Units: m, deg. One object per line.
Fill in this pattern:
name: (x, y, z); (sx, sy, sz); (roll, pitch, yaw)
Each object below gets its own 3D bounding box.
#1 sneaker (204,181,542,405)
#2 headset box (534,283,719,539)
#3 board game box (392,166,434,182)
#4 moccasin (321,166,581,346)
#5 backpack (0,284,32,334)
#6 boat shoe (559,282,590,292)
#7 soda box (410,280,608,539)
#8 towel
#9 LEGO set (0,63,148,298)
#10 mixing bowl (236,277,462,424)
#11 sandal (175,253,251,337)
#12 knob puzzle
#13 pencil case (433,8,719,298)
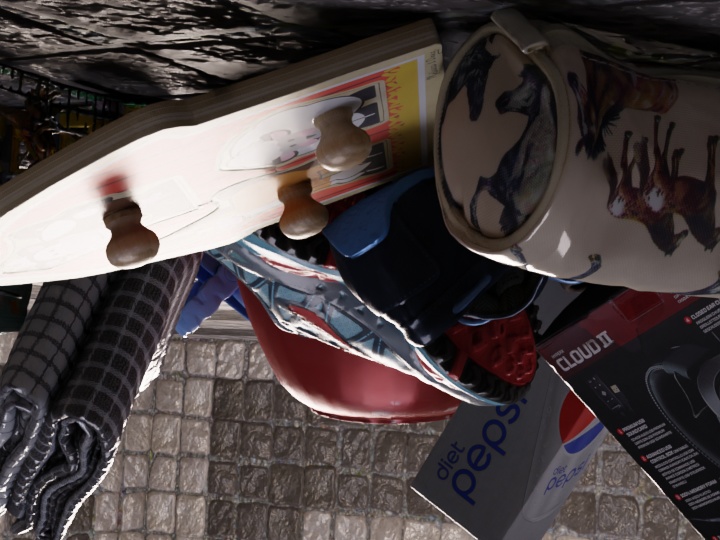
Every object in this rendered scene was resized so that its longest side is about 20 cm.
sneaker: (0.000, 0.000, 0.805); (0.200, 0.080, 0.095); (36, 152, -20)
headset box: (0.184, 0.046, 0.725); (0.077, 0.200, 0.149); (-42, 180, -38)
board game box: (-0.015, -0.038, 0.883); (0.199, 0.035, 0.126); (2, 176, 11)
moccasin: (0.046, -0.007, 0.713); (0.080, 0.068, 0.200); (-32, 174, 33)
backpack: (-0.297, 0.006, 1.013); (0.199, 0.152, 0.177); (0, 176, -23)
boat shoe: (0.194, -0.016, 0.837); (0.199, 0.060, 0.072); (2, 174, 22)
soda box: (0.114, 0.060, 0.948); (0.068, 0.201, 0.063); (36, -170, 26)
towel: (-0.167, 0.062, 1.022); (0.085, 0.166, 0.200); (23, 146, -5)
LEGO set: (-0.172, -0.021, 0.698); (0.153, 0.117, 0.200); (2, 175, 22)
mixing bowl: (0.017, 0.029, 1.004); (0.199, 0.109, 0.200); (1, -172, 0)
sandal: (-0.057, 0.004, 1.126); (0.199, 0.088, 0.079); (2, 174, -9)
knob puzzle: (-0.060, -0.023, 0.621); (0.218, 0.031, 0.220); (-19, 171, -3)
pencil case: (0.121, -0.036, 0.569); (0.199, 0.090, 0.078); (6, -157, -26)
